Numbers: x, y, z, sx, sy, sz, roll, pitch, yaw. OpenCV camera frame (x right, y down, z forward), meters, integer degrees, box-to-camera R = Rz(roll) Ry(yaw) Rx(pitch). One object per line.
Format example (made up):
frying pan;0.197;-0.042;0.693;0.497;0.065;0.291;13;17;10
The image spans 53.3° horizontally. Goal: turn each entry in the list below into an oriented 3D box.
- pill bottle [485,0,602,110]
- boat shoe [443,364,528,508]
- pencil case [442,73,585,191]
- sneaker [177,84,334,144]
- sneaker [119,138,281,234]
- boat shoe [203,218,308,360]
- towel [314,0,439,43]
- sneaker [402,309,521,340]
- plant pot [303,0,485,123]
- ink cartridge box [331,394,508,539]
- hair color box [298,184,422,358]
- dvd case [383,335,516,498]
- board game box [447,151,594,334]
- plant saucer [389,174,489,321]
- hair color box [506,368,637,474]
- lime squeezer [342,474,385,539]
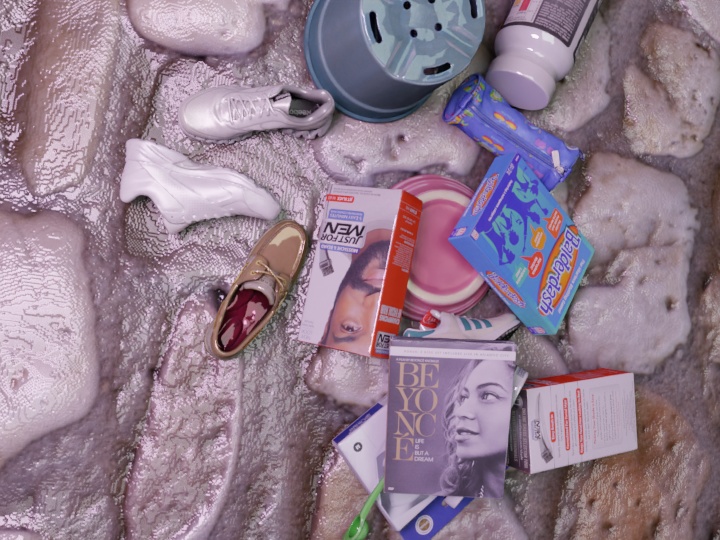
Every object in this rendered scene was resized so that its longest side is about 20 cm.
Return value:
pill bottle;0.252;-0.332;0.985;0.116;0.116;0.201;28;81;-14
boat shoe;0.143;0.204;0.922;0.067;0.072;0.202;26;100;15
pencil case;0.209;-0.185;0.986;0.199;0.087;0.078;33;100;-12
sneaker;-0.126;-0.201;0.891;0.198;0.081;0.076;-7;92;-15
sneaker;-0.198;-0.086;0.878;0.198;0.078;0.100;18;90;-6
boat shoe;-0.122;0.025;0.892;0.074;0.066;0.201;30;81;-13
towel;0.033;-0.351;0.975;0.198;0.024;0.147;-2;91;-15
sneaker;0.134;0.079;0.944;0.093;0.071;0.199;46;40;20
plant pot;0.046;-0.287;0.867;0.198;0.196;0.203;-2;98;-15
ink cartridge box;0.095;0.247;0.964;0.199;0.041;0.201;-38;99;-14
hair color box;0.000;0.000;0.894;0.064;0.110;0.202;16;83;-58
dvd case;0.105;0.178;0.860;0.147;0.016;0.202;2;104;2
board game box;0.223;-0.034;0.969;0.200;0.045;0.153;44;63;-24
plant saucer;0.102;-0.031;0.968;0.198;0.051;0.203;0;89;-17
hair color box;0.288;0.203;0.992;0.198;0.064;0.112;-2;90;-29
lime squeezer;0.010;0.348;0.922;0.070;0.038;0.202;3;106;16
